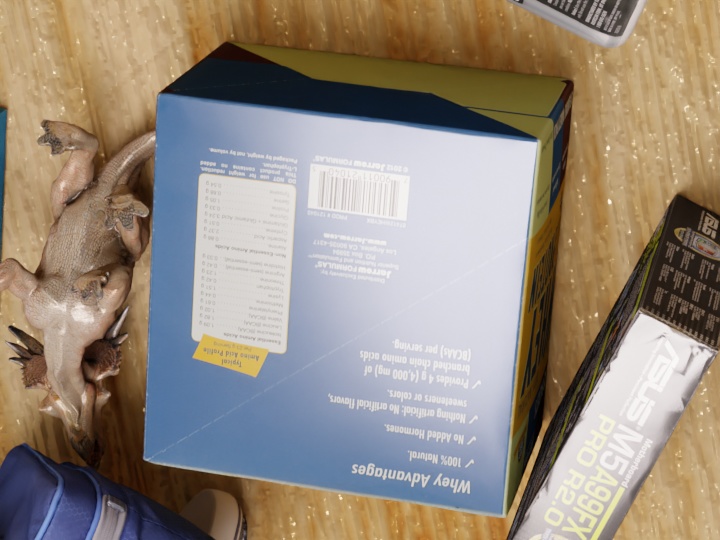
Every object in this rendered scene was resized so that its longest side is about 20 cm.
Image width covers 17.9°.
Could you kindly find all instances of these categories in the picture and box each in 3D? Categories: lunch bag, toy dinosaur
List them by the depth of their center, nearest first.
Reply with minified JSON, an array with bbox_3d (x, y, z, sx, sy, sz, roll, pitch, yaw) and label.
[{"bbox_3d":[-0.164,0.173,1.235,0.132,0.200,0.136,31,82,-18],"label":"lunch bag"},{"bbox_3d":[-0.149,-0.004,1.266,0.086,0.136,0.201,23,81,15],"label":"toy dinosaur"}]

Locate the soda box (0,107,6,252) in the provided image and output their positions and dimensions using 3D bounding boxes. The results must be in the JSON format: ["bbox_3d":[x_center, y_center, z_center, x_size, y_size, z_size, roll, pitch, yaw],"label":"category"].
[{"bbox_3d":[-0.245,0.007,1.303,0.064,0.068,0.201,10,109,11],"label":"soda box"}]

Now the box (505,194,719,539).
[{"bbox_3d":[0.134,0.063,1.161,0.044,0.200,0.161,28,111,3],"label":"box"}]

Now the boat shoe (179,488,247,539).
[{"bbox_3d":[-0.085,0.229,1.344,0.092,0.075,0.201,17,102,-22],"label":"boat shoe"}]

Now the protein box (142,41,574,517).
[{"bbox_3d":[0.000,0.000,1.206,0.197,0.135,0.201,7,109,11],"label":"protein box"}]

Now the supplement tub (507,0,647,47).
[{"bbox_3d":[0.067,-0.204,1.133,0.199,0.123,0.123,27,111,4],"label":"supplement tub"}]
